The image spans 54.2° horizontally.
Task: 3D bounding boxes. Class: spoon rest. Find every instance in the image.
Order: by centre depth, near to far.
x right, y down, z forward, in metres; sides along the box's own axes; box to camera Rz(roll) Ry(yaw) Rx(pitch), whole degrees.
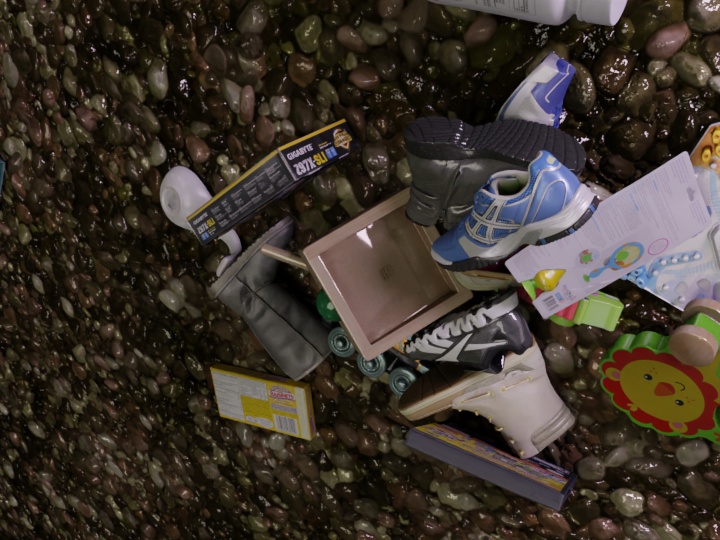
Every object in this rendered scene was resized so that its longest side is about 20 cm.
[{"bbox_3d":[-0.251,-0.079,1.111,0.200,0.060,0.099,51,128,18],"label":"spoon rest"}]

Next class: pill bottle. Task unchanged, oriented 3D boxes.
[{"bbox_3d":[0.165,-0.310,0.699,0.199,0.113,0.114,20,121,22],"label":"pill bottle"}]

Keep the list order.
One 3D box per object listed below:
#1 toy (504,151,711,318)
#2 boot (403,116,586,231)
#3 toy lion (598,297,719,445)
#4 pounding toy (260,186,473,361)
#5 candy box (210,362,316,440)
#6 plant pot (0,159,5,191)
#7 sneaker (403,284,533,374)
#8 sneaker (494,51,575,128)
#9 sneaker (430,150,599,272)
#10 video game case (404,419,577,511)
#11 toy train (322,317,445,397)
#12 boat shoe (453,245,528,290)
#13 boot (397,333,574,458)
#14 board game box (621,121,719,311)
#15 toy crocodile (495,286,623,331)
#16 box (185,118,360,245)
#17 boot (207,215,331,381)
[{"bbox_3d":[0.252,-0.039,0.735,0.200,0.047,0.115,-35,131,11],"label":"toy"},{"bbox_3d":[0.141,-0.094,0.770,0.199,0.068,0.131,12,138,22],"label":"boot"},{"bbox_3d":[0.381,0.136,0.796,0.200,0.069,0.192,36,143,11],"label":"toy lion"},{"bbox_3d":[0.000,0.000,0.907,0.199,0.142,0.185,-31,96,-6],"label":"pounding toy"},{"bbox_3d":[-0.169,0.224,1.213,0.199,0.026,0.103,8,113,29],"label":"candy box"},{"bbox_3d":[-0.808,-0.202,1.344,0.200,0.141,0.142,44,128,16],"label":"plant pot"},{"bbox_3d":[0.130,0.093,0.858,0.200,0.066,0.091,-31,90,48],"label":"sneaker"},{"bbox_3d":[0.197,-0.135,0.792,0.115,0.081,0.200,35,129,5],"label":"sneaker"},{"bbox_3d":[0.142,-0.058,0.716,0.077,0.076,0.200,50,138,-12],"label":"sneaker"},{"bbox_3d":[0.176,0.249,0.923,0.199,0.181,0.026,19,89,23],"label":"video game case"},{"bbox_3d":[0.040,0.092,0.991,0.199,0.085,0.114,32,116,15],"label":"toy train"},{"bbox_3d":[0.203,-0.017,0.803,0.199,0.066,0.074,-12,74,10],"label":"boat shoe"},{"bbox_3d":[0.165,0.184,0.923,0.199,0.072,0.155,-28,108,10],"label":"boot"},{"bbox_3d":[0.405,-0.022,0.741,0.199,0.026,0.201,33,125,15],"label":"board game box"},{"bbox_3d":[0.217,0.019,0.855,0.199,0.062,0.068,27,124,18],"label":"toy crocodile"},{"bbox_3d":[-0.115,-0.118,0.934,0.199,0.160,0.050,-28,96,38],"label":"box"},{"bbox_3d":[-0.105,0.043,1.055,0.200,0.073,0.182,44,103,-5],"label":"boot"}]
